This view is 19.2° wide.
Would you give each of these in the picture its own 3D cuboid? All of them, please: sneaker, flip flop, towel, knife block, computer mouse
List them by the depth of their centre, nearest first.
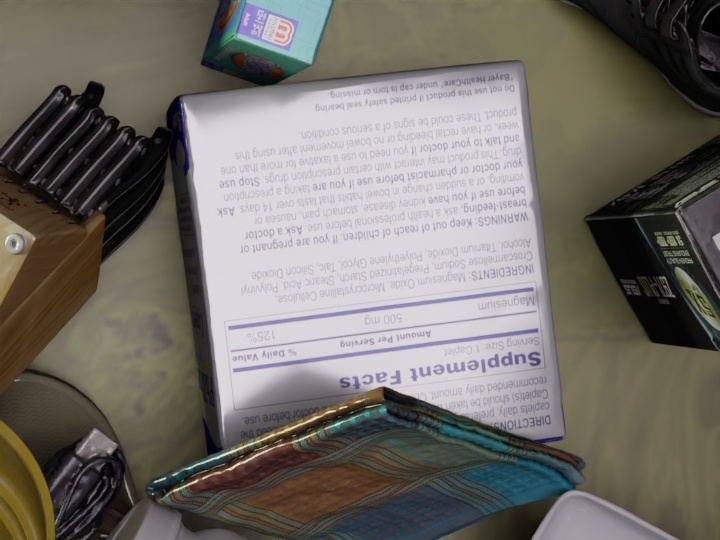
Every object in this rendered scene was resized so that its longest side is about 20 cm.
[{"bbox_3d":[0.008,0.108,1.069,0.146,0.200,0.022,-24,64,26],"label":"towel"},{"bbox_3d":[-0.230,0.089,1.079,0.200,0.053,0.139,39,91,11],"label":"computer mouse"},{"bbox_3d":[-0.174,0.002,1.080,0.064,0.175,0.201,32,102,12],"label":"knife block"},{"bbox_3d":[-0.150,0.145,1.121,0.081,0.058,0.201,-20,94,-9],"label":"flip flop"},{"bbox_3d":[0.154,-0.162,1.153,0.200,0.099,0.071,40,86,-7],"label":"sneaker"}]

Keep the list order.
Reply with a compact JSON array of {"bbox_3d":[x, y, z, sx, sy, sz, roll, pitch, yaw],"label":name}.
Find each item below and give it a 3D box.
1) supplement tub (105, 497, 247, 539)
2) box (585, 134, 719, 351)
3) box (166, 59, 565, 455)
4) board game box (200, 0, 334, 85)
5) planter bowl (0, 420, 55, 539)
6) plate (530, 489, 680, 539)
[{"bbox_3d":[-0.056,0.218,1.055,0.200,0.140,0.141,35,85,-9],"label":"supplement tub"},{"bbox_3d":[0.242,-0.043,1.138,0.199,0.164,0.086,-31,96,-9],"label":"box"},{"bbox_3d":[0.000,0.000,1.123,0.183,0.105,0.201,-7,91,-11],"label":"box"},{"bbox_3d":[-0.025,-0.199,1.093,0.045,0.152,0.201,19,88,-10],"label":"board game box"},{"bbox_3d":[-0.223,0.160,0.982,0.199,0.083,0.202,-13,119,-24],"label":"planter bowl"},{"bbox_3d":[0.148,0.228,1.161,0.199,0.032,0.201,25,111,-12],"label":"plate"}]
